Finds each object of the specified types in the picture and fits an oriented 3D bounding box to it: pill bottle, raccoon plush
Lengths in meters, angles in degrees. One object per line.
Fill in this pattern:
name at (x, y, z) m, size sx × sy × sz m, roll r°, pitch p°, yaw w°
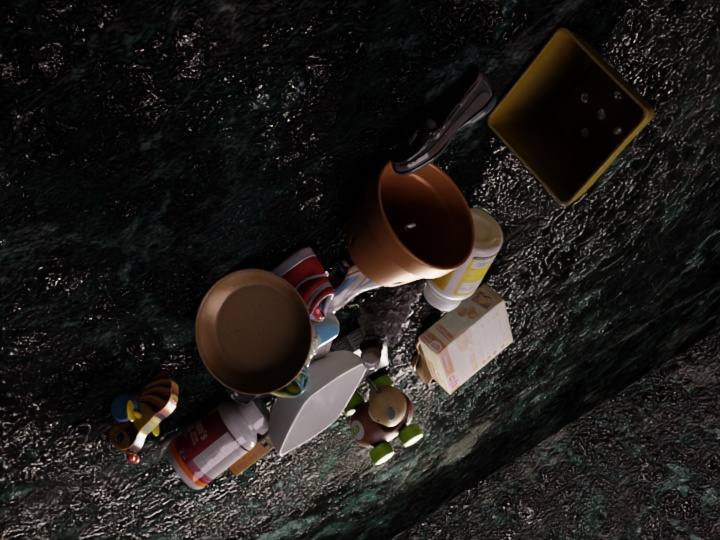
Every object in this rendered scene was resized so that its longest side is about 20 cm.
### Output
pill bottle at (0.189, -0.015, 1.825) m, size 0.110 × 0.112 × 0.201 m, roll -16°, pitch 148°, yaw -31°
pill bottle at (-0.272, 0.327, 1.859) m, size 0.199 × 0.110 × 0.110 m, roll -38°, pitch 154°, yaw 0°
raccoon plush at (0.068, 0.088, 1.798) m, size 0.096 × 0.202 × 0.135 m, roll 23°, pitch 125°, yaw -21°

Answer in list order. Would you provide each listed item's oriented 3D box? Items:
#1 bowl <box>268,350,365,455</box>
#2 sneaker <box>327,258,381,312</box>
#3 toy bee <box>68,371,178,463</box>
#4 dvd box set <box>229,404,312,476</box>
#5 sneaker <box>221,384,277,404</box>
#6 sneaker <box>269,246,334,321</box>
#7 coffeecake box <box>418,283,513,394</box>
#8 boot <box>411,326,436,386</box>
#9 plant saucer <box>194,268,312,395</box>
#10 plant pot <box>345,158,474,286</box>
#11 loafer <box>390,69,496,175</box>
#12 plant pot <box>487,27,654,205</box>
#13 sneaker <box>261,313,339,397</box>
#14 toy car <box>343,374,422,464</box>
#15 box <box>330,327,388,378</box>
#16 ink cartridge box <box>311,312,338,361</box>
bowl at (-0.091, 0.241, 1.827) m, size 0.199 × 0.075 × 0.201 m, roll -23°, pitch 150°, yaw -47°
sneaker at (0.000, 0.000, 1.689) m, size 0.198 × 0.072 × 0.073 m, roll -33°, pitch 125°, yaw -19°
toy bee at (-0.389, 0.273, 1.645) m, size 0.200 × 0.109 × 0.130 m, roll -43°, pitch 154°, yaw 17°
dvd box set at (-0.184, 0.339, 1.962) m, size 0.146 × 0.029 × 0.200 m, roll -46°, pitch -178°, yaw -43°
sneaker at (-0.188, 0.198, 1.795) m, size 0.088 × 0.075 × 0.199 m, roll -43°, pitch 162°, yaw 19°
sneaker at (-0.132, 0.064, 1.580) m, size 0.199 × 0.113 × 0.071 m, roll -39°, pitch 165°, yaw 11°
coffeecake box at (0.239, 0.154, 2.127) m, size 0.199 × 0.073 × 0.155 m, roll -37°, pitch 138°, yaw -15°
boot at (0.168, 0.196, 2.191) m, size 0.073 × 0.076 × 0.201 m, roll -20°, pitch 149°, yaw -18°
plant saucer at (-0.169, 0.098, 1.532) m, size 0.199 × 0.201 × 0.035 m, roll -39°, pitch 176°, yaw 11°
plant pot at (0.067, -0.066, 1.538) m, size 0.198 × 0.203 × 0.140 m, roll -8°, pitch 162°, yaw -41°
loafer at (0.119, -0.231, 1.456) m, size 0.199 × 0.072 × 0.063 m, roll -40°, pitch 134°, yaw -4°
plant pot at (0.366, -0.253, 1.562) m, size 0.175 × 0.201 × 0.201 m, roll -14°, pitch 149°, yaw -54°
sneaker at (-0.098, 0.152, 1.620) m, size 0.198 × 0.130 × 0.081 m, roll -24°, pitch 131°, yaw -25°
toy car at (0.044, 0.315, 2.124) m, size 0.156 × 0.166 × 0.201 m, roll -30°, pitch 158°, yaw -8°
box at (-0.036, 0.198, 1.990) m, size 0.198 × 0.049 × 0.162 m, roll -29°, pitch 155°, yaw -10°
ink cartridge box at (-0.113, 0.120, 1.749) m, size 0.197 × 0.068 × 0.118 m, roll -20°, pitch 150°, yaw -26°
